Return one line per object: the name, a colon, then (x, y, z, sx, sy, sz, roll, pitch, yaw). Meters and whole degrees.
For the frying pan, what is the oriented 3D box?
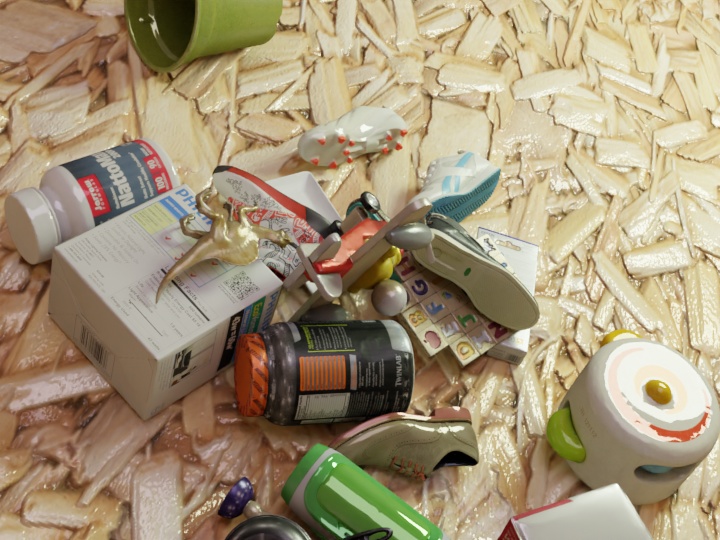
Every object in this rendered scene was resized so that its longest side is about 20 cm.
frying pan: (-0.065, 0.320, 1.244, 0.188, 0.031, 0.116, 4, 76, 11)

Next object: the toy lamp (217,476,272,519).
toy lamp: (-0.065, 0.306, 1.288, 0.199, 0.058, 0.058, 34, 49, 11)

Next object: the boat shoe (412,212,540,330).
boat shoe: (0.157, 0.000, 1.535, 0.199, 0.072, 0.068, 38, 32, -9)

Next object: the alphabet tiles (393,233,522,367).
alphabet tiles: (0.130, 0.030, 1.550, 0.199, 0.006, 0.167, -28, 79, -35)

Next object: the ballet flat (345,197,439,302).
ballet flat: (0.056, -0.018, 1.598, 0.201, 0.068, 0.075, 54, 23, 18)

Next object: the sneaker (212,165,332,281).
sneaker: (-0.140, -0.056, 1.551, 0.200, 0.067, 0.108, 29, 74, 21)

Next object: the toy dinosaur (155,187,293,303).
toy dinosaur: (-0.167, -0.039, 1.374, 0.199, 0.058, 0.101, -21, 62, -33)

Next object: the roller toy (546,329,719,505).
roller toy: (0.350, 0.183, 1.477, 0.182, 0.140, 0.200, 35, 48, 11)

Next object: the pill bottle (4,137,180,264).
pill bottle: (-0.336, -0.083, 1.481, 0.199, 0.120, 0.120, -25, 62, -33)

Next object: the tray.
tray: (-0.069, -0.049, 1.609, 0.106, 0.022, 0.201, -17, 59, -29)

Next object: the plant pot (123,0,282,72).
plant pot: (-0.224, -0.402, 1.757, 0.183, 0.201, 0.201, -12, 55, -40)

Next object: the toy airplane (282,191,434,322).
toy airplane: (0.000, 0.000, 1.429, 0.199, 0.200, 0.141, -42, 90, -16)

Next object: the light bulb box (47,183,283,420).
light bulb box: (-0.235, 0.033, 1.413, 0.199, 0.125, 0.198, -31, 66, -37)

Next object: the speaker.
speaker: (0.010, 0.282, 1.315, 0.199, 0.089, 0.088, 35, 49, 12)

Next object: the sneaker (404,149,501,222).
sneaker: (0.118, -0.112, 1.698, 0.080, 0.077, 0.199, 35, 42, 23)

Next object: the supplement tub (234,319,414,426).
supplement tub: (-0.045, 0.121, 1.406, 0.198, 0.123, 0.123, 0, 51, -19)

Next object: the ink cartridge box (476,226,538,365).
ink cartridge box: (0.190, 0.032, 1.621, 0.094, 0.037, 0.201, 17, 50, -3)

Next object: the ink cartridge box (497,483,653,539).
ink cartridge box: (0.205, 0.329, 1.263, 0.146, 0.201, 0.086, -12, 54, -27)

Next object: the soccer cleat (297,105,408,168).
soccer cleat: (-0.019, -0.200, 1.728, 0.198, 0.070, 0.078, -14, 52, -37)

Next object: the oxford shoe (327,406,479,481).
oxford shoe: (0.055, 0.213, 1.400, 0.198, 0.071, 0.075, -8, 60, -23)
